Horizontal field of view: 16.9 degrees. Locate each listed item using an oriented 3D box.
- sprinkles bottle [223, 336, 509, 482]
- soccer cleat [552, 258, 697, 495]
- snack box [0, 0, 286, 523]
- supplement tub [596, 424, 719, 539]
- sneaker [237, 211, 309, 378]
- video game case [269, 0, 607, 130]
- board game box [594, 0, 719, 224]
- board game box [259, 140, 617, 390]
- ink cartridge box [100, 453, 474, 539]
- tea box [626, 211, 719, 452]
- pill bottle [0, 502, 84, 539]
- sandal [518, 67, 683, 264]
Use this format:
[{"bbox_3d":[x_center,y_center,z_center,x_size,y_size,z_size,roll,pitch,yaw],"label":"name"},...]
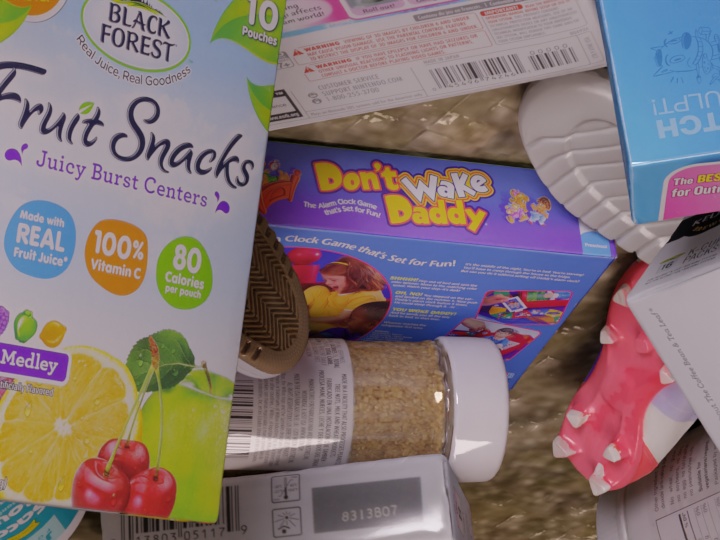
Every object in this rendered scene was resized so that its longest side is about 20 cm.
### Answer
[{"bbox_3d":[-0.035,0.063,1.118,0.200,0.068,0.068,2,149,-12],"label":"sprinkles bottle"},{"bbox_3d":[0.158,0.038,1.224,0.076,0.067,0.200,-32,157,-37],"label":"soccer cleat"},{"bbox_3d":[-0.104,-0.017,0.857,0.053,0.200,0.142,2,172,43],"label":"snack box"},{"bbox_3d":[0.242,0.127,1.308,0.132,0.132,0.200,22,140,-40],"label":"supplement tub"},{"bbox_3d":[-0.121,-0.012,1.019,0.200,0.071,0.112,41,134,-15],"label":"sneaker"},{"bbox_3d":[-0.019,-0.116,0.935,0.200,0.024,0.182,-9,150,17],"label":"video game case"},{"bbox_3d":[0.185,-0.103,0.882,0.200,0.153,0.040,-9,148,4],"label":"board game box"},{"bbox_3d":[0.000,0.000,1.129,0.200,0.045,0.134,5,148,-19],"label":"board game box"},{"bbox_3d":[-0.022,0.148,1.170,0.162,0.057,0.200,-8,159,8],"label":"ink cartridge box"},{"bbox_3d":[0.240,0.027,0.988,0.134,0.197,0.200,-24,105,36],"label":"tea box"},{"bbox_3d":[-0.189,0.082,1.158,0.111,0.111,0.200,-8,157,4],"label":"pill bottle"},{"bbox_3d":[0.145,-0.039,1.086,0.082,0.050,0.203,-21,134,40],"label":"sandal"}]
